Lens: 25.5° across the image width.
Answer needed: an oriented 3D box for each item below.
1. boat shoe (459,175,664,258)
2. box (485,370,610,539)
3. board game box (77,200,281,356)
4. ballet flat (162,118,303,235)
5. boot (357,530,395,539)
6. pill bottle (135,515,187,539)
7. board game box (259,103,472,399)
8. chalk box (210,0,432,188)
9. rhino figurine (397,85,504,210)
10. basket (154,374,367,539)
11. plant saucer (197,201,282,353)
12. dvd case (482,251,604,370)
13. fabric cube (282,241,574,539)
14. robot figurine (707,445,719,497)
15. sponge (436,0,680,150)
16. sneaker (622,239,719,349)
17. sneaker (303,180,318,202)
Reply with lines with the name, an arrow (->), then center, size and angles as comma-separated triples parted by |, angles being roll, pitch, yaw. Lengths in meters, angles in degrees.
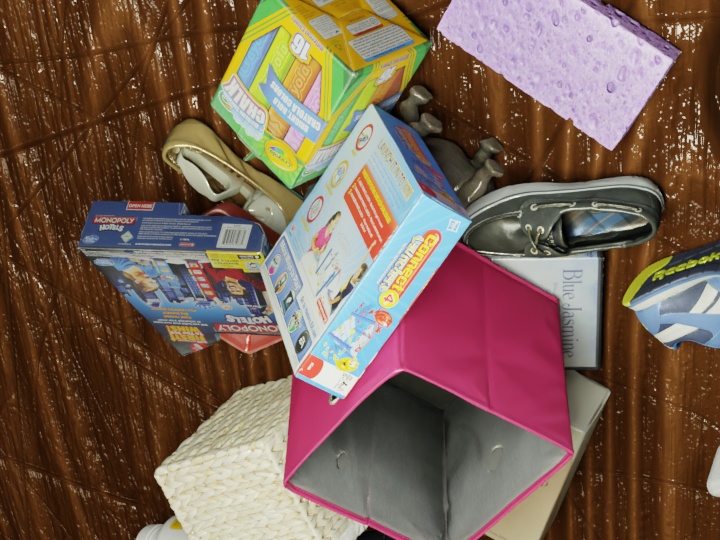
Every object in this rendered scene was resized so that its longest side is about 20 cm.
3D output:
boat shoe -> 0.182, -0.043, 1.477 | 0.197, 0.057, 0.069 | -10, 123, 16
box -> 0.180, 0.194, 1.662 | 0.094, 0.078, 0.202 | 26, 131, 15
board game box -> -0.161, 0.013, 1.640 | 0.197, 0.062, 0.201 | 3, 147, 17
ballet flat -> -0.127, -0.078, 1.675 | 0.199, 0.063, 0.069 | 38, 133, 3
boot -> 0.034, 0.297, 1.753 | 0.168, 0.198, 0.077 | -44, 62, 46
pill bottle -> -0.186, 0.354, 1.978 | 0.198, 0.104, 0.105 | -4, 118, 34
board game box -> -0.002, -0.021, 1.420 | 0.056, 0.201, 0.197 | 28, 109, -25
chalk box -> -0.048, -0.170, 1.509 | 0.124, 0.124, 0.201 | 45, 134, 14
rhino figurine -> 0.105, -0.084, 1.532 | 0.199, 0.060, 0.088 | 36, 128, -5
basket -> -0.085, 0.225, 1.772 | 0.197, 0.200, 0.162 | -19, 104, 38
plant saucer -> -0.132, 0.004, 1.704 | 0.199, 0.037, 0.199 | 35, 142, -28
dvd case -> 0.140, 0.041, 1.570 | 0.197, 0.018, 0.144 | -1, 127, 6
fabric cube -> 0.060, 0.110, 1.482 | 0.198, 0.201, 0.196 | 27, 129, -22
robot figurine -> 0.424, 0.182, 1.482 | 0.199, 0.113, 0.170 | -22, 118, 40
sponge -> 0.174, -0.206, 1.426 | 0.199, 0.030, 0.112 | 35, 132, 7
sneaker -> 0.338, 0.020, 1.455 | 0.199, 0.074, 0.083 | -19, 112, 46
sneaker -> 0.000, 0.000, 1.625 | 0.074, 0.085, 0.201 | -27, 99, 30
